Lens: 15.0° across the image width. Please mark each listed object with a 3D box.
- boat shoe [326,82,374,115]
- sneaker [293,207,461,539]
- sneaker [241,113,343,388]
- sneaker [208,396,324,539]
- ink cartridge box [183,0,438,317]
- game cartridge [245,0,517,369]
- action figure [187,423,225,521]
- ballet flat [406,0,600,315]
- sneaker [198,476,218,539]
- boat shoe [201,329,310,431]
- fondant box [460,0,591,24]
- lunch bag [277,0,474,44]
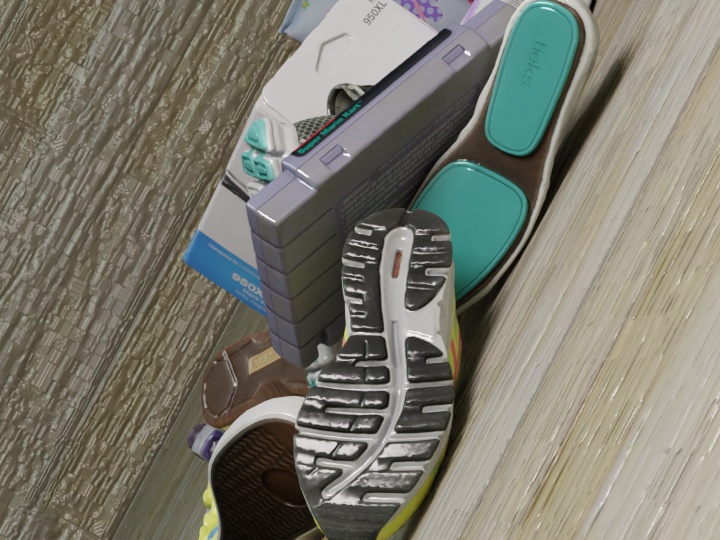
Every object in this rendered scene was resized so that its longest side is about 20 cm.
[{"bbox_3d":[0.019,-0.046,1.668,0.071,0.063,0.200,-63,27,28],"label":"boat shoe"},{"bbox_3d":[0.019,0.068,1.409,0.090,0.078,0.200,79,-159,-49],"label":"sneaker"},{"bbox_3d":[0.000,0.000,1.582,0.078,0.091,0.201,-165,59,-72],"label":"sneaker"},{"bbox_3d":[-0.038,0.106,1.507,0.085,0.073,0.200,-58,-6,-31],"label":"sneaker"},{"bbox_3d":[-0.031,-0.081,1.877,0.145,0.084,0.200,-54,-4,-36],"label":"ink cartridge box"},{"bbox_3d":[0.020,-0.050,1.506,0.200,0.038,0.130,-40,-38,-25],"label":"game cartridge"},{"bbox_3d":[-0.073,0.128,1.973,0.130,0.069,0.200,-54,9,1],"label":"action figure"},{"bbox_3d":[0.081,-0.060,1.493,0.069,0.069,0.201,-80,15,-74],"label":"ballet flat"},{"bbox_3d":[-0.079,0.176,1.692,0.105,0.076,0.200,-61,6,15],"label":"sneaker"},{"bbox_3d":[-0.015,0.058,1.708,0.202,0.075,0.075,-18,63,50],"label":"boat shoe"},{"bbox_3d":[0.099,-0.150,1.783,0.144,0.058,0.200,-58,5,37],"label":"fondant box"},{"bbox_3d":[0.058,-0.225,1.960,0.200,0.169,0.127,-58,5,29],"label":"lunch bag"}]
